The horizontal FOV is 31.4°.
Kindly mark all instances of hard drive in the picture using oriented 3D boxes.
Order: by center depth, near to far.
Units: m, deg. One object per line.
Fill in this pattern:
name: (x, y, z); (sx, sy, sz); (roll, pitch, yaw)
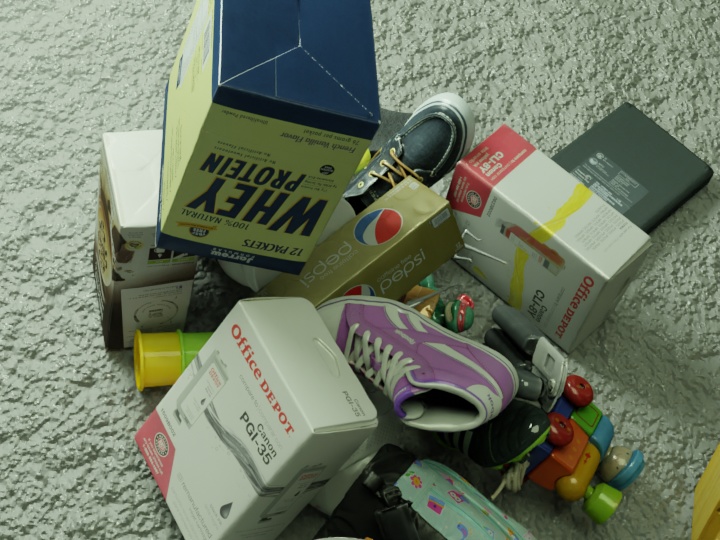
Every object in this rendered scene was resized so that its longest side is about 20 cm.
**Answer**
hard drive: (0.299, -0.104, 1.488); (0.200, 0.033, 0.140); (-36, 68, -30)

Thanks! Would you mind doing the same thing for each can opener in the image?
can opener: (0.149, 0.079, 1.245); (0.067, 0.054, 0.200); (13, 12, -15)

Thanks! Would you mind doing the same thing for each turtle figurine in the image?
turtle figurine: (0.042, 0.028, 1.302); (0.199, 0.101, 0.150); (6, 34, 14)

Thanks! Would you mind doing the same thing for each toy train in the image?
toy train: (0.194, 0.196, 1.202); (0.116, 0.085, 0.200); (41, 36, 2)

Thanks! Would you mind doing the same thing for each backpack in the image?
backpack: (0.066, 0.255, 1.111); (0.200, 0.167, 0.127); (37, 39, 7)

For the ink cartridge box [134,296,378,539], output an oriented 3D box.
ink cartridge box: (-0.096, 0.139, 1.126); (0.083, 0.200, 0.147); (-1, 49, -46)

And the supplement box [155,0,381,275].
supplement box: (-0.084, -0.142, 1.100); (0.134, 0.200, 0.201); (11, 49, -18)

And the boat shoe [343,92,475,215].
boat shoe: (0.041, -0.098, 1.326); (0.071, 0.200, 0.091); (45, 47, 3)

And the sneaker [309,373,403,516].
sneaker: (0.014, 0.148, 1.215); (0.099, 0.078, 0.200); (35, 83, -3)

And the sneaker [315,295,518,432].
sneaker: (0.029, 0.080, 1.104); (0.200, 0.073, 0.114); (16, 21, 21)

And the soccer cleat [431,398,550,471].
soccer cleat: (0.104, 0.135, 1.184); (0.068, 0.200, 0.081); (-43, 103, -18)

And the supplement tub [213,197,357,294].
supplement tub: (-0.109, -0.070, 1.288); (0.140, 0.141, 0.200); (-26, 46, -26)

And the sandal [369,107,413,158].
sandal: (0.018, -0.152, 1.467); (0.199, 0.043, 0.076); (10, 60, -16)

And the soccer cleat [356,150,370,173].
soccer cleat: (-0.082, -0.152, 1.389); (0.200, 0.084, 0.065); (20, 51, 24)

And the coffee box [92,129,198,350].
coffee box: (-0.207, -0.026, 1.226); (0.079, 0.200, 0.113); (-5, 55, -19)

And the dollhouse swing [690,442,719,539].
dollhouse swing: (0.428, 0.253, 1.186); (0.199, 0.182, 0.176); (17, 33, 0)

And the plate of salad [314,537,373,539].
plate of salad: (0.003, 0.303, 1.055); (0.199, 0.201, 0.048); (25, 25, 7)

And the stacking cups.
stacking cups: (-0.120, 0.079, 1.259); (0.199, 0.061, 0.061); (-5, 56, -17)

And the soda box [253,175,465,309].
soda box: (0.000, 0.000, 1.230); (0.200, 0.064, 0.068); (-37, 44, -14)

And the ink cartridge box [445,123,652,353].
ink cartridge box: (0.185, -0.032, 1.343); (0.200, 0.145, 0.083); (40, 58, 17)
